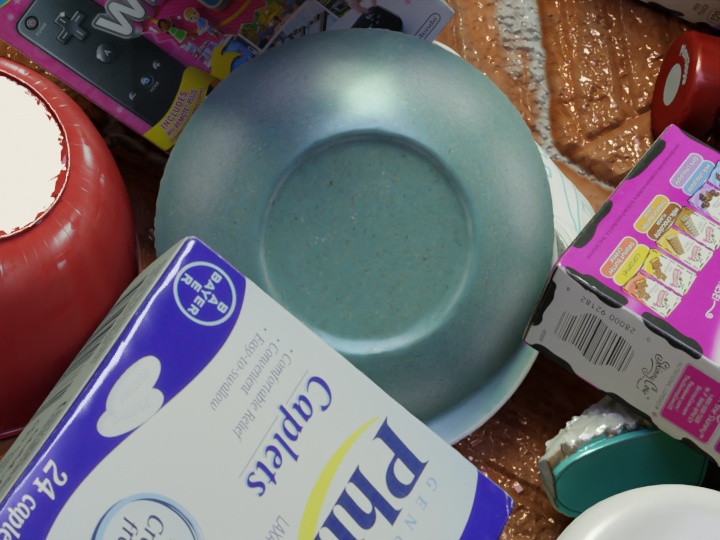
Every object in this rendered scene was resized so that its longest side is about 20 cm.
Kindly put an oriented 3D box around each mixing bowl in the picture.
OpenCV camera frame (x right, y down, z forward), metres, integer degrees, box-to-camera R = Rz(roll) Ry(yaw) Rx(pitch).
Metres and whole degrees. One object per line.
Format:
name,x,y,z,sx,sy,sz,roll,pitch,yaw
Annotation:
mixing bowl,-0.194,-0.030,0.909,0.199,0.109,0.201,7,61,-13

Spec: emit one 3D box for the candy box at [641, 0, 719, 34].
candy box,0.217,-0.222,1.109,0.199,0.168,0.072,22,58,-6

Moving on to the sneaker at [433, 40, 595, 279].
sneaker,0.077,-0.042,1.035,0.080,0.070,0.201,5,48,-49

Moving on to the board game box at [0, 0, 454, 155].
board game box,-0.077,-0.136,0.941,0.199,0.148,0.064,34,13,-23

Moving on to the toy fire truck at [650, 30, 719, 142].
toy fire truck,0.238,-0.080,1.038,0.111,0.168,0.201,15,59,-9

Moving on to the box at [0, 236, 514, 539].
box,-0.062,0.123,0.847,0.200,0.105,0.184,39,57,-10

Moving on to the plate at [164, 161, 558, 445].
plate,0.000,0.000,0.953,0.199,0.026,0.202,-1,99,-8

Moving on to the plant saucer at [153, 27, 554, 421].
plant saucer,0.001,-0.015,0.919,0.199,0.039,0.203,-1,99,-7

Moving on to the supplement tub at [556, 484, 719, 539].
supplement tub,0.112,0.192,0.831,0.143,0.200,0.145,8,60,-14

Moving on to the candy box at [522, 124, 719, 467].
candy box,0.198,0.032,0.917,0.199,0.061,0.136,33,47,13

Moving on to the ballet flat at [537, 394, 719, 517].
ballet flat,0.169,0.081,0.961,0.199,0.072,0.072,-5,64,-22
